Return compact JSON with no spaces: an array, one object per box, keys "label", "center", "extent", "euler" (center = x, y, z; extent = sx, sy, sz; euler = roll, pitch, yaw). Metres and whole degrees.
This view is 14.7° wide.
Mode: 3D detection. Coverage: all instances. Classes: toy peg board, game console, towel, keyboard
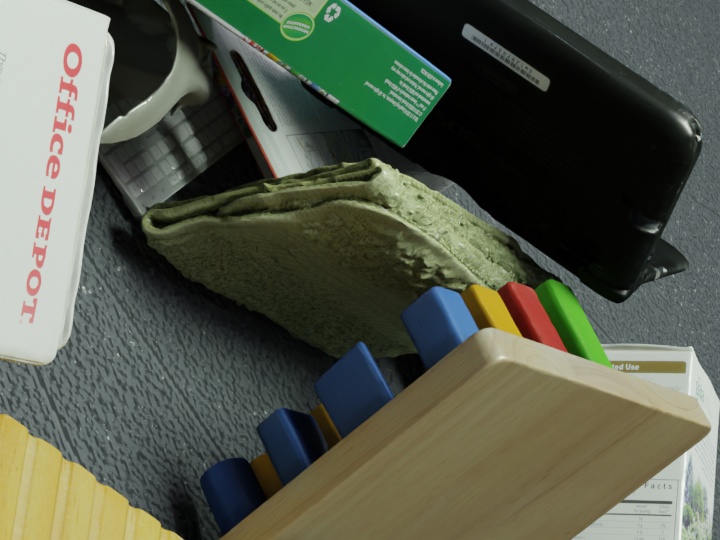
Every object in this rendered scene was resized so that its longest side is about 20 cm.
[{"label":"toy peg board","center":[0.022,0.077,1.290],"extent":[0.199,0.200,0.098],"euler":[19,36,-54]},{"label":"game console","center":[0.083,-0.086,1.372],"extent":[0.200,0.176,0.116],"euler":[35,47,14]},{"label":"towel","center":[0.000,0.000,1.353],"extent":[0.200,0.148,0.037],"euler":[31,57,-52]},{"label":"keyboard","center":[-0.086,-0.081,1.412],"extent":[0.056,0.011,0.200],"euler":[61,27,-8]}]

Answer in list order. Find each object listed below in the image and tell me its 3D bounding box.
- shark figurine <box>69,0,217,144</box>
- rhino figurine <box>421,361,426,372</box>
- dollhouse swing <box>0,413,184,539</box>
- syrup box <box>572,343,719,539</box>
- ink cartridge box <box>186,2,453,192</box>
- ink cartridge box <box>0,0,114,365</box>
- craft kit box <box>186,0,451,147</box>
[{"label":"shark figurine","center":[-0.113,-0.090,1.274],"extent":[0.128,0.090,0.214],"euler":[41,2,-38]},{"label":"rhino figurine","center":[0.071,0.077,1.506],"extent":[0.087,0.059,0.201],"euler":[9,67,-64]},{"label":"dollhouse swing","center":[-0.075,0.157,1.081],"extent":[0.200,0.181,0.177],"euler":[40,56,-38]},{"label":"syrup box","center":[0.140,0.146,1.478],"extent":[0.079,0.081,0.201],"euler":[54,38,-61]},{"label":"ink cartridge box","center":[-0.028,-0.083,1.447],"extent":[0.200,0.050,0.109],"euler":[-9,69,-60]},{"label":"ink cartridge box","center":[-0.194,-0.049,1.059],"extent":[0.200,0.083,0.146],"euler":[16,81,-55]},{"label":"craft kit box","center":[-0.079,-0.151,1.259],"extent":[0.197,0.049,0.200],"euler":[43,7,37]}]
